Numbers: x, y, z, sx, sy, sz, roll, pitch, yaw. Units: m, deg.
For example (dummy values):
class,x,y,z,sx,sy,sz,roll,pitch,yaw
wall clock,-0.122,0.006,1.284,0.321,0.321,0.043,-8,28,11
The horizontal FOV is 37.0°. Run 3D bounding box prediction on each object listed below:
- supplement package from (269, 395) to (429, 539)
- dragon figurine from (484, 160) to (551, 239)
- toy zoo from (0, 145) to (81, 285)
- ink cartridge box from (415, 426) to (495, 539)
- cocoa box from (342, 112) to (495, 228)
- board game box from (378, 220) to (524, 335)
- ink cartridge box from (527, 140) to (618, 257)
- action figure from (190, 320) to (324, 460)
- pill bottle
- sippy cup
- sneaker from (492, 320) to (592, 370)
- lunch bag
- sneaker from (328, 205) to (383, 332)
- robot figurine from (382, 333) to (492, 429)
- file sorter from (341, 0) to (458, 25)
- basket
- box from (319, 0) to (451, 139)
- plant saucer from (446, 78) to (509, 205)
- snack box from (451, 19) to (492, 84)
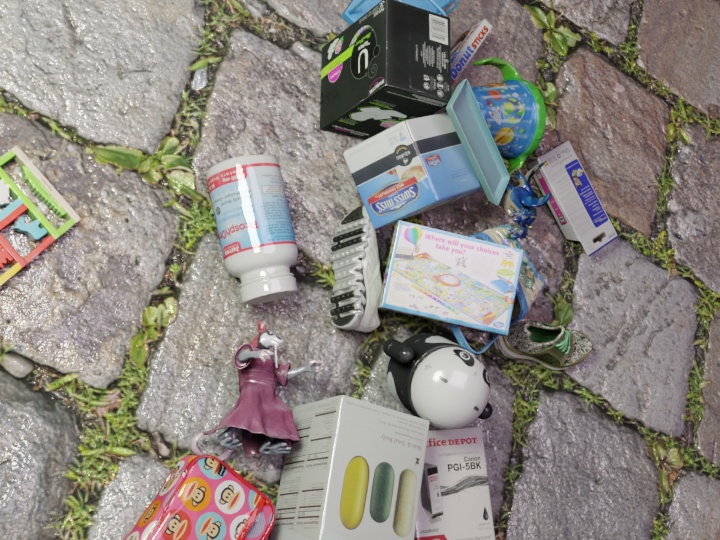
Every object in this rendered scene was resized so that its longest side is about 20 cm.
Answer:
class,x,y,z,sx,sy,sz,roll,pitch,yaw
supplement package,-0.014,0.298,1.511,0.151,0.150,0.201,20,68,-26
dragon figurine,0.273,-0.113,1.764,0.099,0.059,0.200,40,38,16
toy zoo,-0.481,-0.055,1.402,0.131,0.020,0.200,50,58,-11
ink cartridge box,0.116,0.340,1.620,0.146,0.083,0.201,0,77,-30
cocoa box,0.096,-0.161,1.684,0.200,0.133,0.132,-21,89,-54
board game box,0.138,0.013,1.635,0.199,0.034,0.135,13,84,-6
ink cartridge box,0.384,-0.127,1.941,0.094,0.037,0.201,-29,90,-35
action figure,-0.144,0.167,1.518,0.134,0.148,0.201,35,39,-41
pill bottle,-0.151,-0.058,1.551,0.108,0.109,0.201,-8,80,-33
sippy cup,0.217,-0.254,1.802,0.130,0.140,0.178,-5,56,-34
sneaker,0.322,0.120,1.803,0.199,0.088,0.077,8,73,-30
lunch bag,-0.209,0.363,1.423,0.176,0.082,0.200,43,61,-19
sneaker,0.000,0.000,1.659,0.081,0.075,0.201,22,66,-43
robot figurine,0.113,0.160,1.594,0.149,0.200,0.126,-5,98,-16
file sorter,0.093,-0.467,1.805,0.139,0.123,0.200,41,59,-16
basket,0.188,0.020,1.717,0.200,0.139,0.177,-34,92,-36
box,0.036,-0.305,1.678,0.124,0.200,0.149,10,72,-30
plant saucer,0.181,-0.195,1.656,0.200,0.019,0.070,59,44,-35
snack box,0.156,-0.348,1.840,0.024,0.072,0.200,43,59,-16
